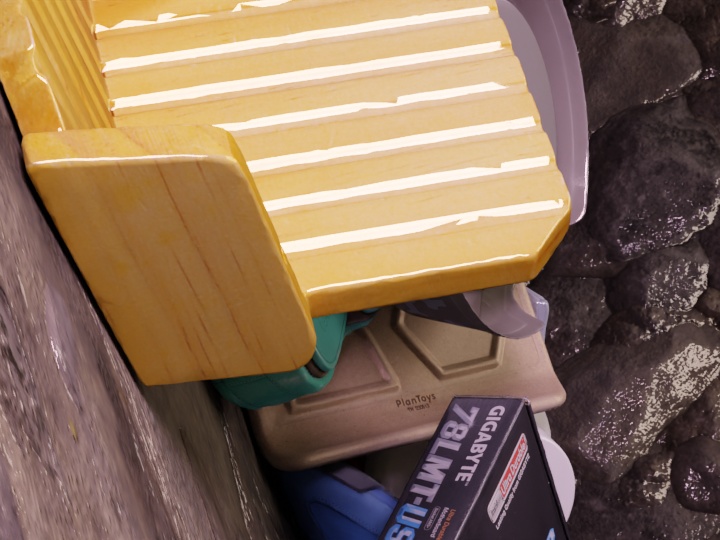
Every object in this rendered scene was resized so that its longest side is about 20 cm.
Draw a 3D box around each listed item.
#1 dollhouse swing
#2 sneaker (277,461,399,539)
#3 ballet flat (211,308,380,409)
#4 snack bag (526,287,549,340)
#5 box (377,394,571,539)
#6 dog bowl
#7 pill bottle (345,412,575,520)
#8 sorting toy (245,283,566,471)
[{"bbox_3d":[-0.032,-0.088,0.860,0.182,0.174,0.201,69,4,-51],"label":"dollhouse swing"},{"bbox_3d":[0.012,0.174,1.224,0.066,0.079,0.200,13,-33,55],"label":"sneaker"},{"bbox_3d":[-0.033,0.012,1.131,0.068,0.070,0.200,66,19,-12],"label":"ballet flat"},{"bbox_3d":[0.064,0.064,1.515,0.200,0.021,0.190,32,-54,51],"label":"snack bag"},{"bbox_3d":[0.056,0.199,1.140,0.200,0.049,0.200,-59,141,-46],"label":"box"},{"bbox_3d":[0.053,-0.065,1.169,0.200,0.058,0.202,2,88,-63],"label":"dog bowl"},{"bbox_3d":[0.038,0.089,1.313,0.200,0.112,0.113,41,-24,58],"label":"pill bottle"},{"bbox_3d":[0.000,0.000,1.228,0.036,0.184,0.201,-44,-118,55],"label":"sorting toy"}]
